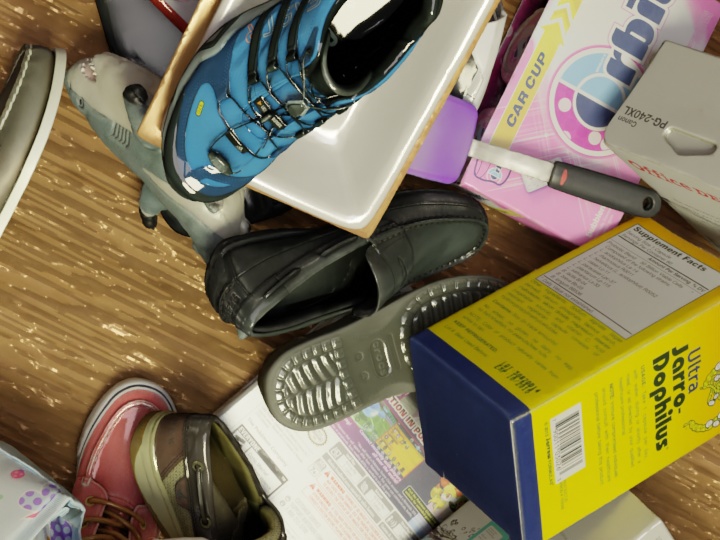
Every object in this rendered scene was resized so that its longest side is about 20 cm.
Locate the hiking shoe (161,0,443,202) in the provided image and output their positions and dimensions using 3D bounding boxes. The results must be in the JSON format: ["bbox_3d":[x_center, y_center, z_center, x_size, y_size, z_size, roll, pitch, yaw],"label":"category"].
[{"bbox_3d":[-0.035,-0.108,0.831,0.074,0.087,0.200,39,106,-22],"label":"hiking shoe"}]

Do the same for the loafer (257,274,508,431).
[{"bbox_3d":[0.016,0.048,1.033,0.198,0.069,0.076,-14,100,-27],"label":"loafer"}]

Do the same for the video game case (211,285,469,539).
[{"bbox_3d":[0.012,0.130,1.085,0.182,0.023,0.201,-39,101,-5],"label":"video game case"}]

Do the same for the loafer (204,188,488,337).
[{"bbox_3d":[0.000,0.000,0.986,0.199,0.071,0.069,-15,136,-27],"label":"loafer"}]

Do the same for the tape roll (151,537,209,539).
[{"bbox_3d":[-0.135,0.257,0.941,0.201,0.071,0.204,-25,140,-23],"label":"tape roll"}]

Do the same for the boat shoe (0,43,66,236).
[{"bbox_3d":[-0.243,-0.053,0.985,0.060,0.072,0.203,22,95,-18],"label":"boat shoe"}]

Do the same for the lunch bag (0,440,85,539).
[{"bbox_3d":[-0.277,0.185,0.948,0.169,0.127,0.201,29,88,24],"label":"lunch bag"}]

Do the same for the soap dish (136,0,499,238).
[{"bbox_3d":[-0.019,-0.138,0.913,0.156,0.081,0.201,23,110,-18],"label":"soap dish"}]

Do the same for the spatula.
[{"bbox_3d":[0.107,-0.067,1.012,0.198,0.021,0.057,17,95,-14],"label":"spatula"}]

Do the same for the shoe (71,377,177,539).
[{"bbox_3d":[-0.160,0.174,1.017,0.071,0.091,0.202,15,93,-13],"label":"shoe"}]

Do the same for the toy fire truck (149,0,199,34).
[{"bbox_3d":[-0.046,-0.194,0.979,0.168,0.112,0.200,-48,112,-5],"label":"toy fire truck"}]

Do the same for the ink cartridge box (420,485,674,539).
[{"bbox_3d":[0.118,0.242,1.041,0.199,0.146,0.147,-38,117,-5],"label":"ink cartridge box"}]

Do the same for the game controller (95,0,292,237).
[{"bbox_3d":[-0.105,-0.125,1.030,0.103,0.042,0.202,-15,99,5],"label":"game controller"}]

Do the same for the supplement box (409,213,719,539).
[{"bbox_3d":[0.145,0.067,1.002,0.199,0.109,0.110,-26,128,-23],"label":"supplement box"}]

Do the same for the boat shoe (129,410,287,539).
[{"bbox_3d":[-0.082,0.177,1.024,0.201,0.064,0.073,62,39,-26],"label":"boat shoe"}]

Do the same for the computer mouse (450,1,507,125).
[{"bbox_3d":[0.073,-0.144,1.038,0.044,0.110,0.201,30,100,-22],"label":"computer mouse"}]

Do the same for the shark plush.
[{"bbox_3d":[-0.112,-0.054,1.007,0.083,0.091,0.201,-20,115,30],"label":"shark plush"}]

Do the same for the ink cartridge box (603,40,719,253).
[{"bbox_3d":[0.273,-0.052,1.018,0.200,0.145,0.084,35,87,-41],"label":"ink cartridge box"}]

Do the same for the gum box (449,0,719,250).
[{"bbox_3d":[0.150,-0.125,1.062,0.113,0.066,0.202,26,91,-14],"label":"gum box"}]
